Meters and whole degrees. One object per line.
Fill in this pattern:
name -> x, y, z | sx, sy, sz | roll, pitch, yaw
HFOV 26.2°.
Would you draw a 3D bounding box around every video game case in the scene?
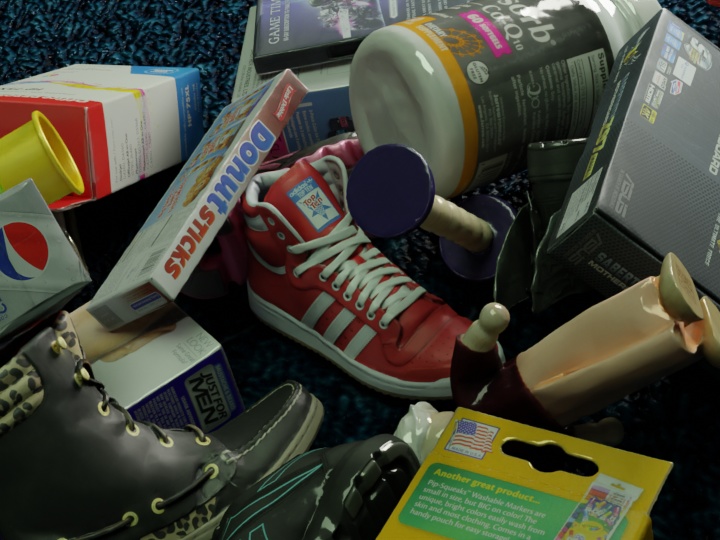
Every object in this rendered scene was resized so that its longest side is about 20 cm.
video game case -> 0.021, -0.204, 1.131 | 0.198, 0.019, 0.143 | -11, 38, 7

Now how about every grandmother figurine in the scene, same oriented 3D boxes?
grandmother figurine -> 0.096, 0.065, 0.832 | 0.199, 0.121, 0.061 | -33, 19, 22

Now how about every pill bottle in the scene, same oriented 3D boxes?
pill bottle -> 0.101, -0.124, 1.007 | 0.199, 0.117, 0.116 | -21, 38, -28

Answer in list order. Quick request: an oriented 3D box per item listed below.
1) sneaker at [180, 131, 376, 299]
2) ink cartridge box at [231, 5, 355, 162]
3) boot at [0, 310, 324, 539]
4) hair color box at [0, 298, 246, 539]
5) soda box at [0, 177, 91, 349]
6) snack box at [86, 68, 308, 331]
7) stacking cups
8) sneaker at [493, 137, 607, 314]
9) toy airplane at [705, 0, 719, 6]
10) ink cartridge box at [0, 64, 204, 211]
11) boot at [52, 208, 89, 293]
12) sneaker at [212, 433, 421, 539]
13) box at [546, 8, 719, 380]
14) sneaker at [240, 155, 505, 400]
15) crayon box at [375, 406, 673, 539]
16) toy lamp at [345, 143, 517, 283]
sneaker -> -0.050, -0.055, 1.064 | 0.198, 0.080, 0.096 | -19, 28, -6
ink cartridge box -> 0.014, -0.144, 1.134 | 0.198, 0.077, 0.137 | -9, 40, 11
boot -> -0.128, 0.088, 0.853 | 0.200, 0.151, 0.073 | -39, 11, -19
hair color box -> -0.183, 0.094, 0.936 | 0.199, 0.065, 0.109 | -32, 42, -21
soda box -> -0.220, 0.013, 0.898 | 0.063, 0.069, 0.200 | -33, 1, -26
snack box -> -0.100, -0.048, 0.975 | 0.072, 0.024, 0.201 | -24, 28, 45
stacking cups -> -0.273, -0.024, 0.982 | 0.199, 0.061, 0.061 | -32, 40, 2
sneaker -> 0.153, -0.030, 0.967 | 0.060, 0.105, 0.199 | -4, 1, 42
toy airplane -> 0.354, -0.246, 1.091 | 0.199, 0.142, 0.199 | 13, 47, 30
ink cartridge box -> -0.208, -0.098, 1.100 | 0.115, 0.068, 0.200 | 5, 18, 22
boot -> -0.261, 0.019, 1.041 | 0.153, 0.073, 0.201 | -14, 37, -1
sneaker -> -0.046, 0.161, 0.788 | 0.079, 0.076, 0.200 | 3, 35, 41
box -> 0.205, -0.042, 0.907 | 0.157, 0.051, 0.201 | 36, 48, -10
sneaker -> 0.000, 0.000, 0.941 | 0.199, 0.113, 0.071 | 21, 43, 35
crayon box -> 0.061, 0.167, 0.746 | 0.125, 0.052, 0.200 | 12, 49, 30
toy lamp -> 0.053, -0.029, 0.913 | 0.058, 0.200, 0.059 | -5, 78, 23
